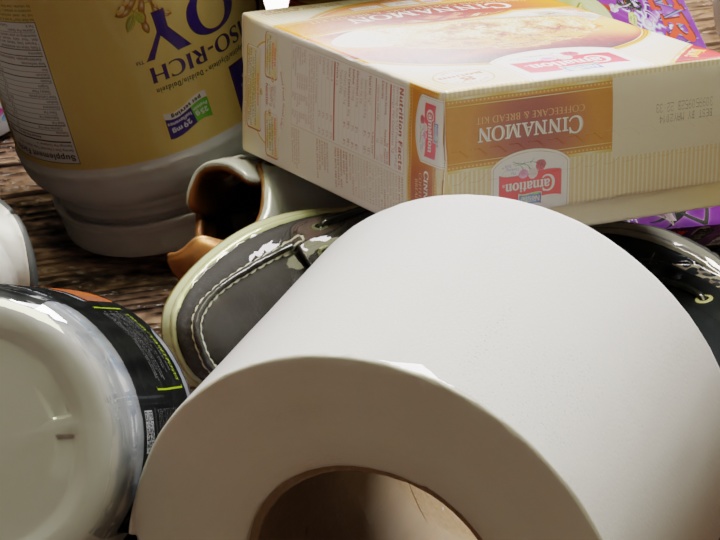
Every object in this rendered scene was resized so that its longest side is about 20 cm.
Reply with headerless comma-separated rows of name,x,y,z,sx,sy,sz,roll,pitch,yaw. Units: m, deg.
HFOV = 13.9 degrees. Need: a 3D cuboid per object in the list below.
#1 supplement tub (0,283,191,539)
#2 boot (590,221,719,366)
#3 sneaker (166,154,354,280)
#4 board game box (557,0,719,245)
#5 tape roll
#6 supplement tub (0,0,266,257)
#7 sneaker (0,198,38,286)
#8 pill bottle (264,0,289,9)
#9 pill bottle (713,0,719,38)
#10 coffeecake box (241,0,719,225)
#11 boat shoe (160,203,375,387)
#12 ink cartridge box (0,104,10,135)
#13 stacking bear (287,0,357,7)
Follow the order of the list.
supplement tub,-0.135,0.067,1.202,0.122,0.123,0.200,4,-1,7
boot,0.120,0.051,1.349,0.203,0.074,0.154,21,38,35
sneaker,-0.032,-0.041,1.466,0.073,0.085,0.200,-31,15,36
board game box,0.134,-0.103,1.528,0.120,0.032,0.200,-3,62,-43
tape roll,0.032,0.089,1.146,0.202,0.203,0.139,13,32,21
supplement tub,-0.120,-0.123,1.501,0.145,0.200,0.145,-13,28,7
sneaker,-0.250,-0.023,1.480,0.087,0.075,0.200,-30,40,-35
pill bottle,0.036,-0.131,1.632,0.200,0.111,0.111,-6,30,-12
pill bottle,0.311,-0.177,1.712,0.200,0.115,0.114,8,30,13
coffeecake box,0.055,-0.077,1.382,0.153,0.073,0.200,-8,18,-27
boat shoe,0.001,0.001,1.381,0.201,0.072,0.066,-21,9,-33
ink cartridge box,-0.213,-0.157,1.639,0.086,0.148,0.200,21,36,32
stacking bear,-0.004,-0.176,1.484,0.114,0.200,0.121,-28,47,-21
